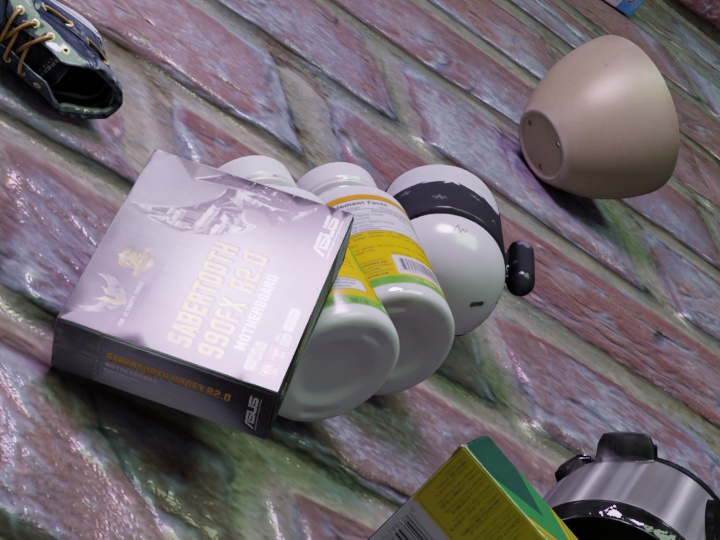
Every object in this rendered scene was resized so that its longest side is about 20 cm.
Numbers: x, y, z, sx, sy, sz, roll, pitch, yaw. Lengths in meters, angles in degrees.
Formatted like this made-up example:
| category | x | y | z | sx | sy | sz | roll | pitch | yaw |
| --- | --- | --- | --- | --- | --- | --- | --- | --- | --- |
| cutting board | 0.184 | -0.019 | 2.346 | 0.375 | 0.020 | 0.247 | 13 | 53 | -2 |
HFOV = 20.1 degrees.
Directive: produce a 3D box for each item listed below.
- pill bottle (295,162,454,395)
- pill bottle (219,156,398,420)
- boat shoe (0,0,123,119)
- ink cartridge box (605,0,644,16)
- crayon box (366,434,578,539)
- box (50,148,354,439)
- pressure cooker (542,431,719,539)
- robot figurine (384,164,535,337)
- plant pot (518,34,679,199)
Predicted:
| category | x | y | z | sx | sy | sz | roll | pitch | yaw |
| --- | --- | --- | --- | --- | --- | --- | --- | --- | --- |
| pill bottle | 0.000 | 0.000 | 1.705 | 0.111 | 0.111 | 0.201 | 28 | 25 | -35 |
| pill bottle | -0.057 | 0.007 | 1.564 | 0.111 | 0.111 | 0.201 | 22 | 29 | -44 |
| boat shoe | -0.271 | -0.190 | 1.629 | 0.200 | 0.071 | 0.091 | 23 | 24 | -47 |
| ink cartridge box | 0.427 | -0.572 | 3.534 | 0.199 | 0.147 | 0.147 | 24 | 29 | -40 |
| crayon box | 0.104 | 0.233 | 1.427 | 0.200 | 0.127 | 0.051 | 49 | 22 | 13 |
| box | -0.105 | 0.011 | 1.414 | 0.157 | 0.049 | 0.201 | 19 | 41 | 4 |
| pressure cooker | 0.198 | 0.230 | 1.535 | 0.178 | 0.176 | 0.200 | 42 | 19 | 7 |
| robot figurine | 0.070 | -0.018 | 1.857 | 0.125 | 0.149 | 0.200 | 59 | 14 | -23 |
| plant pot | 0.271 | -0.170 | 2.463 | 0.134 | 0.201 | 0.201 | -21 | 60 | -27 |
